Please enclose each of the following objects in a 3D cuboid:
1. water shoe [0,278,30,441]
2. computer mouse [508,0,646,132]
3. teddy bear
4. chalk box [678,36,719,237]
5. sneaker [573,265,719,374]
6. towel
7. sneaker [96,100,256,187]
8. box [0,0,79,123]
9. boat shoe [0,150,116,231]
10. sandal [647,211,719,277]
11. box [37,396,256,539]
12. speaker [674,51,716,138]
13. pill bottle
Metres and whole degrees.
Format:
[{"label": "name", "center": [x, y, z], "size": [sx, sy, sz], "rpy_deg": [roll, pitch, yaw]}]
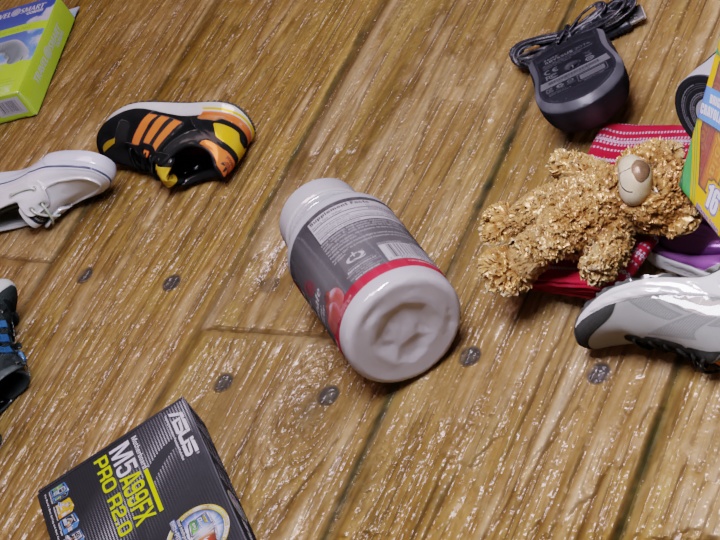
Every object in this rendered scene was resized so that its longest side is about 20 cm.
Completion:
[{"label": "water shoe", "center": [-0.365, 0.096, 1.591], "size": [0.078, 0.072, 0.201], "rpy_deg": [10, 49, 4]}, {"label": "computer mouse", "center": [0.212, -0.182, 1.492], "size": [0.138, 0.053, 0.201], "rpy_deg": [-22, 27, 16]}, {"label": "teddy bear", "center": [0.179, -0.048, 1.304], "size": [0.199, 0.067, 0.146], "rpy_deg": [-8, 43, 39]}, {"label": "chalk box", "center": [0.334, -0.120, 1.170], "size": [0.123, 0.201, 0.125], "rpy_deg": [0, 30, -14]}, {"label": "sneaker", "center": [0.255, 0.044, 1.228], "size": [0.199, 0.074, 0.080], "rpy_deg": [-10, 72, 34]}, {"label": "towel", "center": [0.215, -0.055, 1.365], "size": [0.144, 0.023, 0.200], "rpy_deg": [8, 54, 52]}, {"label": "sneaker", "center": [-0.212, -0.128, 1.694], "size": [0.199, 0.070, 0.090], "rpy_deg": [-2, 46, 28]}, {"label": "box", "center": [-0.437, -0.267, 1.994], "size": [0.121, 0.048, 0.201], "rpy_deg": [-10, 46, 24]}, {"label": "boat shoe", "center": [-0.349, -0.077, 1.745], "size": [0.199, 0.073, 0.067], "rpy_deg": [-12, 58, 36]}, {"label": "sandal", "center": [0.312, -0.021, 1.268], "size": [0.201, 0.050, 0.083], "rpy_deg": [4, 53, 37]}, {"label": "box", "center": [-0.181, 0.221, 1.351], "size": [0.160, 0.044, 0.200], "rpy_deg": [-33, 41, 1]}, {"label": "speaker", "center": [0.356, -0.181, 1.342], "size": [0.081, 0.082, 0.200], "rpy_deg": [20, 50, 43]}, {"label": "pill bottle", "center": [0.000, 0.000, 1.401], "size": [0.110, 0.111, 0.200], "rpy_deg": [-34, 40, -2]}]
